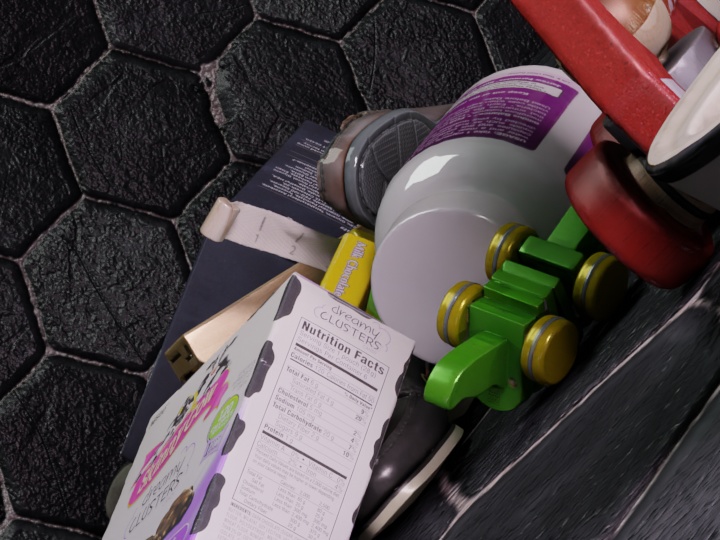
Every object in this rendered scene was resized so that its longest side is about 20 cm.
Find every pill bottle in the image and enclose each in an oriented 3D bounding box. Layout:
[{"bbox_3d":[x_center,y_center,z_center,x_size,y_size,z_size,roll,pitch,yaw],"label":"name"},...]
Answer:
[{"bbox_3d":[0.071,-0.026,1.170,0.112,0.112,0.200,-46,2,27],"label":"pill bottle"}]

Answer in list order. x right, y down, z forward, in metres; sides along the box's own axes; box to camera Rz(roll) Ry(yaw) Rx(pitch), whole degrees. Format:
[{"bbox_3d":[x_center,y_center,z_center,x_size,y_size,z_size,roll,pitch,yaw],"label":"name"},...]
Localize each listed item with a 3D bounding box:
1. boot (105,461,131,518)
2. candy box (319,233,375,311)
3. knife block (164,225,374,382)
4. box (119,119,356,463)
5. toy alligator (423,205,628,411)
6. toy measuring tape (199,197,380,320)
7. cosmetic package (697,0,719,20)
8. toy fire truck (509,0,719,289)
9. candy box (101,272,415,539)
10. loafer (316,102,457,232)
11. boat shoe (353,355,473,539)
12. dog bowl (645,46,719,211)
[{"bbox_3d":[-0.277,0.282,2.880,0.200,0.068,0.131,-48,8,34],"label":"boot"},{"bbox_3d":[-0.029,0.081,1.230,0.200,0.026,0.102,104,-174,-49],"label":"candy box"},{"bbox_3d":[0.000,0.000,1.364,0.064,0.200,0.176,138,144,-70],"label":"knife block"},{"bbox_3d":[-0.048,0.034,1.569,0.200,0.124,0.197,-67,-5,28],"label":"box"},{"bbox_3d":[0.095,0.003,1.047,0.200,0.059,0.054,-49,-38,-28],"label":"toy alligator"},{"bbox_3d":[0.007,0.010,1.255,0.074,0.200,0.074,-26,55,43],"label":"toy measuring tape"},{"bbox_3d":[0.251,-0.219,1.241,0.200,0.104,0.073,-46,2,14],"label":"cosmetic package"},{"bbox_3d":[0.111,-0.098,0.952,0.112,0.168,0.200,-47,3,21],"label":"toy fire truck"},{"bbox_3d":[-0.066,0.126,1.059,0.168,0.072,0.200,-45,19,49],"label":"candy box"},{"bbox_3d":[0.019,-0.059,1.290,0.063,0.072,0.200,3,11,27],"label":"loafer"},{"bbox_3d":[0.013,0.079,1.147,0.074,0.063,0.201,-46,4,16],"label":"boat shoe"},{"bbox_3d":[0.176,-0.079,0.664,0.200,0.074,0.200,-47,3,3],"label":"dog bowl"}]
